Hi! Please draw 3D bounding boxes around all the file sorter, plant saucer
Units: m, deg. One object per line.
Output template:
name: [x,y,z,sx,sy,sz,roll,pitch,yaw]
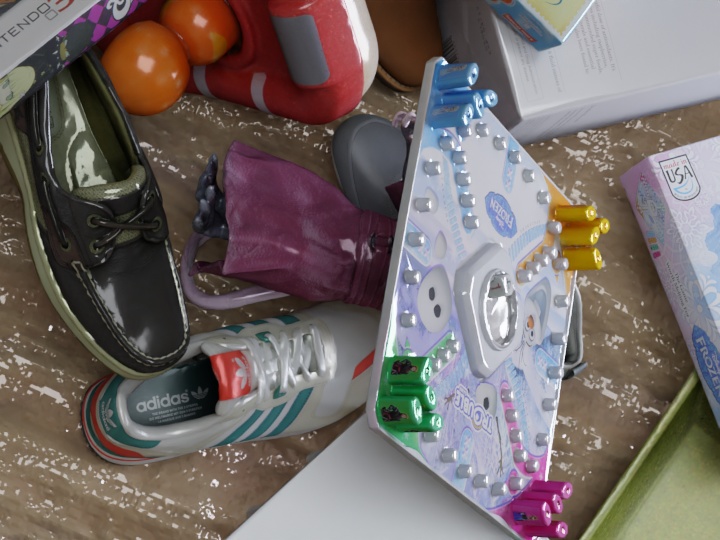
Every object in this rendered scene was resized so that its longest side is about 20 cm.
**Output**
file sorter: [-0.013,0.182,1.246,0.200,0.124,0.139,-41,92,-15]
plant saucer: [0.222,0.193,1.339,0.199,0.048,0.201,39,76,-6]

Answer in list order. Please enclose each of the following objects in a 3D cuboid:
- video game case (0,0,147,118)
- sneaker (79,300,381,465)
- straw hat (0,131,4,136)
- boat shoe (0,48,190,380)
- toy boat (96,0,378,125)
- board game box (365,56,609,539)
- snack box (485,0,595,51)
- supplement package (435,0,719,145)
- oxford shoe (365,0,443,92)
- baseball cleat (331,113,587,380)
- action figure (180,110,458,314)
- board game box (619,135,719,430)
video game case: [-0.220,-0.174,1.165,0.200,0.036,0.181,39,64,20]
sneaker: [-0.061,0.064,1.267,0.198,0.093,0.071,-15,86,-14]
straw hat: [-0.267,-0.130,1.244,0.199,0.085,0.203,13,58,-21]
boat shoe: [-0.142,-0.038,1.186,0.071,0.066,0.202,-24,92,-32]
toy boat: [-0.095,-0.134,1.232,0.131,0.199,0.131,-40,128,-29]
board game box: [0.073,0.021,1.161,0.026,0.200,0.202,-2,65,29]
snack box: [0.068,-0.232,1.224,0.200,0.037,0.117,42,75,-16]
supplement package: [0.155,-0.155,1.333,0.198,0.120,0.122,-13,84,-14]
oxford shoe: [0.023,-0.189,1.289,0.071,0.071,0.201,-46,134,-38]
baseball cleat: [0.067,-0.019,1.302,0.200,0.106,0.070,50,62,-8]
action figure: [0.000,0.000,1.238,0.198,0.149,0.135,16,49,-7]
board game box: [0.282,0.004,1.352,0.199,0.043,0.201,-17,79,-26]
